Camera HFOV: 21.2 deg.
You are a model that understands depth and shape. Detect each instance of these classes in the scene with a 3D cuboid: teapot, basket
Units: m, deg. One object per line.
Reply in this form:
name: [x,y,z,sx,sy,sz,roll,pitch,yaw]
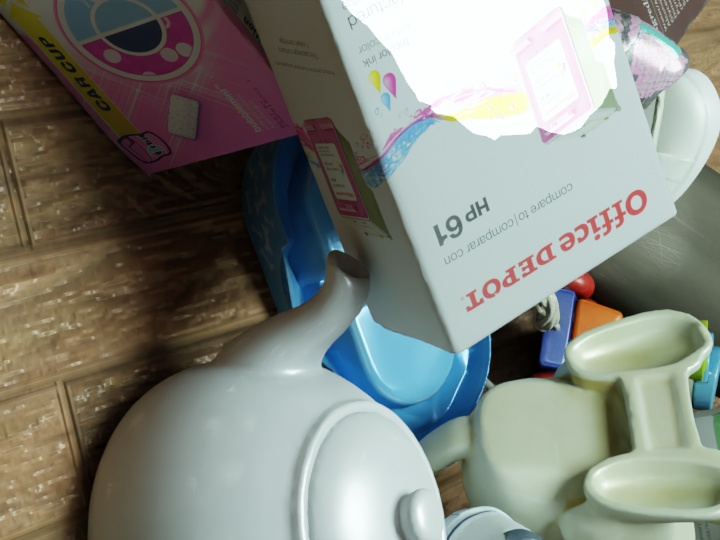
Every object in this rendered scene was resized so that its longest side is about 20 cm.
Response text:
teapot: [-0.023,0.132,0.920,0.200,0.145,0.198,52,42,-34]
basket: [0.216,-0.012,1.315,0.200,0.180,0.136,30,99,-39]

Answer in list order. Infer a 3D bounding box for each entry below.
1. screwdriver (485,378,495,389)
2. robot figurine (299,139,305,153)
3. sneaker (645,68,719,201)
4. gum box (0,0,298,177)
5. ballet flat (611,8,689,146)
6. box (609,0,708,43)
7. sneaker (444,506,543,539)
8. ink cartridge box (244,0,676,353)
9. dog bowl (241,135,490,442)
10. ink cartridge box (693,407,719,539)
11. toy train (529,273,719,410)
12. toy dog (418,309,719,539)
screwdriver: [0.050,0.048,1.153,0.200,0.029,0.028,49,12,-34]
robot figurine: [0.041,-0.133,0.990,0.058,0.144,0.201,-80,-177,-82]
sneaker: [0.127,-0.048,1.148,0.085,0.200,0.073,-11,66,-55]
gum box: [-0.102,-0.136,0.916,0.200,0.113,0.066,49,44,-34]
ballet flat: [0.118,-0.053,1.042,0.071,0.200,0.069,26,42,-2]
box: [0.084,-0.176,1.152,0.165,0.165,0.200,64,36,-19]
sneaker: [0.054,0.220,0.958,0.073,0.071,0.201,6,89,-21]
ink cartridge box: [0.048,-0.084,0.898,0.144,0.085,0.201,-31,114,-21]
dog bowl: [0.000,0.000,1.057,0.111,0.049,0.201,-28,104,-35]
ink cartridge box: [0.193,0.163,1.176,0.087,0.199,0.146,-7,85,-59]
toy train: [0.163,0.044,1.185,0.200,0.115,0.085,56,41,-71]
toy dog: [0.129,0.152,1.067,0.140,0.193,0.201,-106,-176,-45]
